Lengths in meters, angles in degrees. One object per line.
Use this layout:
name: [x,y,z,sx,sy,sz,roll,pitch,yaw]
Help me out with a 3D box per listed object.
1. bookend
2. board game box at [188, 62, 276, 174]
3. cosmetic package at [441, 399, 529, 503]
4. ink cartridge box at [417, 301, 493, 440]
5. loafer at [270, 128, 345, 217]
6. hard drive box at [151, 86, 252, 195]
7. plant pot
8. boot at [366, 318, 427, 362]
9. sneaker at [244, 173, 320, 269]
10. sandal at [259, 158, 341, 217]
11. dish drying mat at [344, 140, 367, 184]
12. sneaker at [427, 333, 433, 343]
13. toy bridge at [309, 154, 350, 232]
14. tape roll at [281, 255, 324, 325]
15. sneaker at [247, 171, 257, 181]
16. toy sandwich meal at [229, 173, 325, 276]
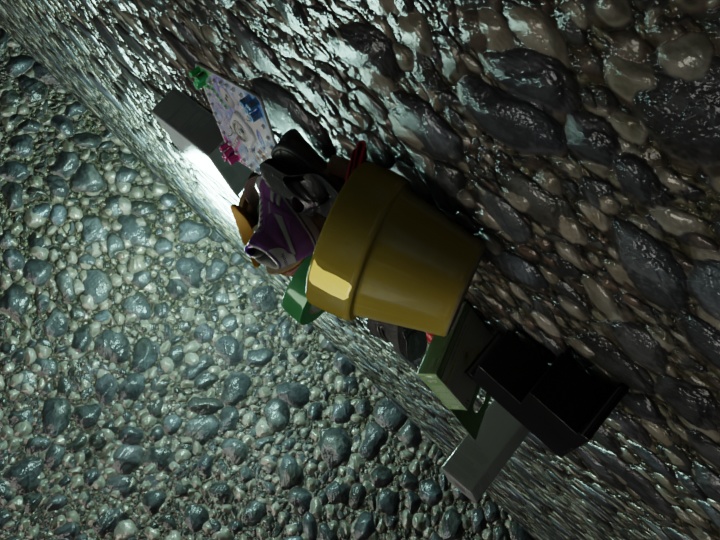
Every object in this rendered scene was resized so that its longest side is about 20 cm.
bookend: [0.260,0.160,1.100,0.199,0.092,0.199,41,167,17]
board game box: [-0.210,-0.241,1.310,0.199,0.026,0.202,34,153,38]
cosmetic package: [0.269,0.376,1.587,0.084,0.201,0.108,33,164,29]
ink cartridge box: [0.184,0.171,1.260,0.047,0.147,0.200,-6,136,44]
loafer: [-0.054,-0.144,1.200,0.200,0.064,0.071,44,138,-22]
hard drive box: [-0.327,-0.271,1.592,0.199,0.077,0.156,38,168,26]
plant pot: [0.053,-0.011,0.976,0.186,0.204,0.201,25,166,9]
boot: [0.051,0.054,1.314,0.131,0.069,0.204,31,131,44]
sneaker: [-0.152,-0.082,1.226,0.201,0.113,0.073,51,166,41]
sandal: [-0.092,-0.113,1.119,0.199,0.048,0.076,22,143,44]
dish drying mat: [-0.005,-0.109,1.077,0.018,0.078,0.200,11,164,5]
sneaker: [0.088,0.104,1.508,0.199,0.085,0.077,40,169,15]
toy bridge: [-0.052,-0.101,1.172,0.066,0.027,0.202,23,144,9]
tape roll: [-0.060,0.006,1.366,0.048,0.201,0.201,38,168,13]
sneaker: [-0.127,-0.112,1.471,0.198,0.084,0.121,36,171,13]
toy sandwich meal: [-0.153,-0.087,1.375,0.204,0.207,0.070,40,-163,12]
